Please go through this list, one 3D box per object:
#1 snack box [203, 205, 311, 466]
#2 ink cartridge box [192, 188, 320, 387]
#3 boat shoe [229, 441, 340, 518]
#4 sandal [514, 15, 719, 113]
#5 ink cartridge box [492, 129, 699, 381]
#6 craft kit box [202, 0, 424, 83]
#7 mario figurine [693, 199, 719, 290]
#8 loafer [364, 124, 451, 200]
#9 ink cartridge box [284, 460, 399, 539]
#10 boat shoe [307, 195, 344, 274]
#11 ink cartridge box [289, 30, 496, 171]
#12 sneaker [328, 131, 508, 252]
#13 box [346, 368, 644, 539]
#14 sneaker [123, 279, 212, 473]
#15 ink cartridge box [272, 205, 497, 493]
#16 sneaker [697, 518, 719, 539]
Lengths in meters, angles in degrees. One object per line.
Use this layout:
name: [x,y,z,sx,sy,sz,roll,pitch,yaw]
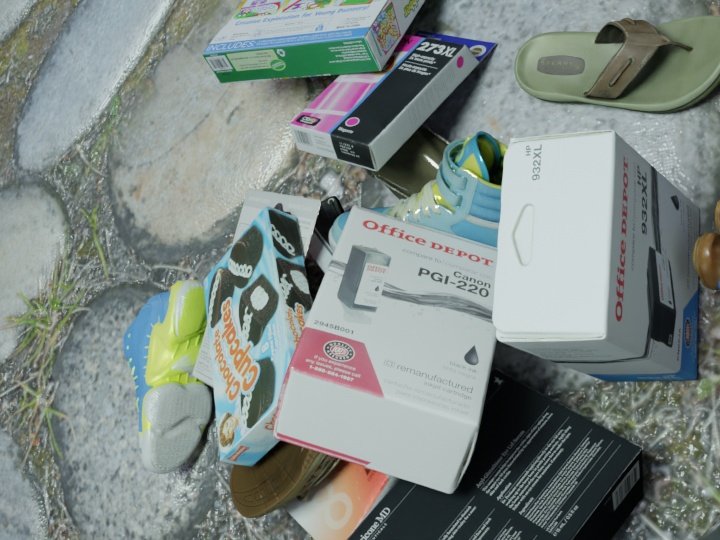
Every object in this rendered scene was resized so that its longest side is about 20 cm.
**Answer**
snack box: [-0.089,0.056,0.931,0.116,0.037,0.201,-46,40,34]
ink cartridge box: [-0.086,0.028,1.021,0.161,0.050,0.201,15,86,57]
boat shoe: [-0.038,0.146,0.920,0.200,0.063,0.073,-45,55,25]
sandal: [0.216,-0.177,0.900,0.200,0.057,0.080,2,79,35]
ink cartridge box: [0.183,-0.003,0.788,0.083,0.200,0.146,-2,76,34]
craft kit box: [-0.029,-0.267,1.045,0.199,0.049,0.198,4,53,35]
mario figurine: [0.343,-0.026,0.746,0.199,0.106,0.124,7,80,37]
loafer: [0.029,-0.112,1.002,0.200,0.070,0.075,32,96,36]
ink cartridge box: [-0.031,0.139,0.973,0.200,0.050,0.163,36,98,32]
boat shoe: [0.000,0.000,0.977,0.057,0.069,0.200,-38,53,-2]
ink cartridge box: [0.033,-0.171,0.974,0.094,0.037,0.200,19,52,35]
sneaker: [0.063,-0.062,0.904,0.199,0.131,0.080,2,43,14]
box: [0.103,0.193,0.813,0.141,0.079,0.200,29,63,34]
sneaker: [-0.206,0.110,1.113,0.105,0.076,0.201,-4,68,46]
ink cartridge box: [0.031,0.054,0.828,0.145,0.200,0.085,17,130,3]
sneaker: [0.290,0.140,0.764,0.200,0.075,0.106,-42,53,7]
